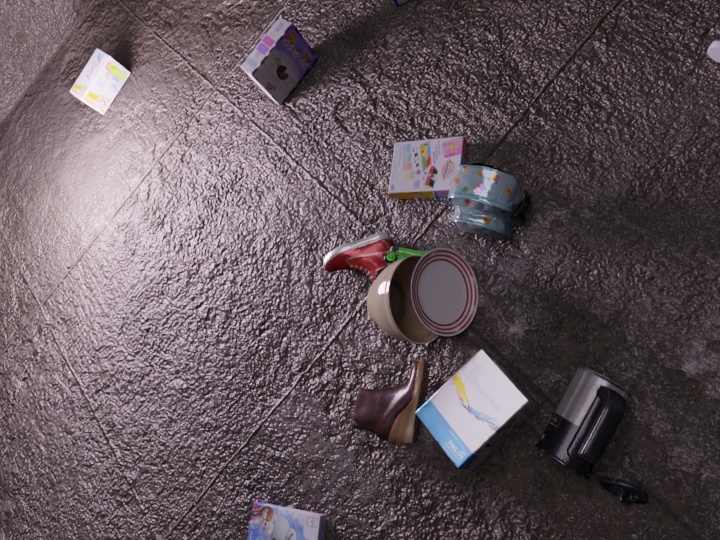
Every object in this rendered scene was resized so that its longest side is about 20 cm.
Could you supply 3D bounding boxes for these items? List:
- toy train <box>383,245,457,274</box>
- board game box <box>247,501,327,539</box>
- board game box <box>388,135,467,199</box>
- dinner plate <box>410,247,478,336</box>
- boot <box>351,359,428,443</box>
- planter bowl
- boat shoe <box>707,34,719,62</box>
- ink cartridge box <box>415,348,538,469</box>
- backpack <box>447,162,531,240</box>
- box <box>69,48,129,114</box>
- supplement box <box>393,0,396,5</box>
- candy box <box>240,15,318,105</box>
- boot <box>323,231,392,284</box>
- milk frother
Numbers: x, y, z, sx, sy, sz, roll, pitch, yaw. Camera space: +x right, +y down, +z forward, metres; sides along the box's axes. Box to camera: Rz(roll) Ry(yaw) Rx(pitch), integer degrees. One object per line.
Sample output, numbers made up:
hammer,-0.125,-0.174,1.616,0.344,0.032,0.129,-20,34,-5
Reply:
toy train,0.155,-0.023,1.402,0.196,0.042,0.057,13,60,16
board game box,-0.185,0.677,1.349,0.195,0.043,0.205,-1,72,24
board game box,0.178,-0.270,1.497,0.196,0.040,0.157,1,73,26
dinner plate,0.194,0.050,1.315,0.024,0.197,0.205,-16,60,60
boot,0.068,0.297,1.338,0.163,0.072,0.205,10,81,26
planter bowl,0.099,0.073,1.349,0.133,0.197,0.205,-10,65,51
boat shoe,0.863,-0.467,1.218,0.068,0.071,0.200,-51,52,3
ink cartridge box,0.251,0.298,1.207,0.200,0.146,0.146,-45,59,6
backpack,0.290,-0.161,1.313,0.173,0.200,0.156,18,81,28
box,-1.009,-0.731,2.191,0.101,0.112,0.202,33,89,29
supplement box,0.171,-0.900,1.681,0.196,0.103,0.103,-18,65,21
candy box,-0.250,-0.650,1.762,0.071,0.167,0.201,41,92,31
boot,0.000,0.000,1.477,0.196,0.072,0.147,-20,67,15
milk frother,0.484,0.325,1.108,0.198,0.180,0.191,31,87,-13
